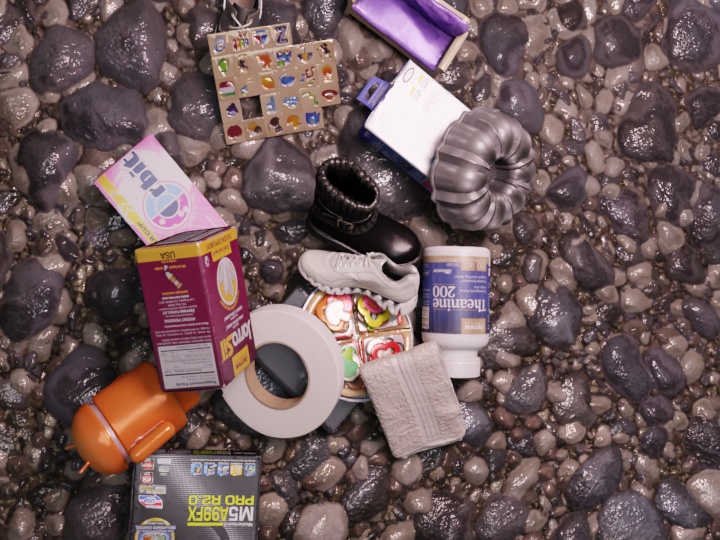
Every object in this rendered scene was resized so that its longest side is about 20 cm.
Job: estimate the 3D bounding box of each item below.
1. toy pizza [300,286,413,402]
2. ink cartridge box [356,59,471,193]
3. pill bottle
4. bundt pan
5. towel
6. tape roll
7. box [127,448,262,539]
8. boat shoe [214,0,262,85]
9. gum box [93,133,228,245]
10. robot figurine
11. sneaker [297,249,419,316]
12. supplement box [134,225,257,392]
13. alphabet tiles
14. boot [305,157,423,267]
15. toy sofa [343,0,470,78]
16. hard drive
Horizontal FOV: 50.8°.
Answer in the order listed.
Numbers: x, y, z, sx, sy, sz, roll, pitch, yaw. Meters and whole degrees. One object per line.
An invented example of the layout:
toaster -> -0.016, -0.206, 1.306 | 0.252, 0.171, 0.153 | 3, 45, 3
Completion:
toy pizza -> -0.003, 0.103, 1.196 | 0.195, 0.032, 0.206 | 4, 77, -19
ink cartridge box -> 0.088, -0.241, 1.237 | 0.199, 0.076, 0.138 | 37, 82, -8
pill bottle -> 0.153, 0.065, 1.216 | 0.108, 0.111, 0.206 | 1, 89, -10
bundt pan -> 0.207, -0.153, 1.206 | 0.199, 0.075, 0.207 | -16, 116, -35
towel -> 0.085, 0.206, 1.178 | 0.130, 0.035, 0.203 | -18, 121, 7
tape roll -> -0.122, 0.154, 1.154 | 0.198, 0.037, 0.208 | 3, 104, 12
box -> -0.252, 0.361, 1.165 | 0.195, 0.044, 0.165 | 4, 86, -10
boat shoe -> -0.194, -0.394, 1.200 | 0.070, 0.068, 0.205 | 10, 89, -11
gum box -> -0.304, -0.099, 1.165 | 0.113, 0.066, 0.201 | -41, 95, -10
robot figurine -> -0.336, 0.215, 1.112 | 0.199, 0.117, 0.144 | -36, 77, -24
sneaker -> 0.000, 0.000, 1.176 | 0.195, 0.082, 0.076 | 16, 49, 2
supplement box -> -0.228, 0.051, 1.069 | 0.101, 0.131, 0.205 | -5, 102, 14
alphabet tiles -> -0.132, -0.302, 1.207 | 0.195, 0.008, 0.171 | -12, 109, -11
boot -> 0.017, -0.082, 1.167 | 0.206, 0.158, 0.081 | 18, 61, -8
toy sofa -> 0.075, -0.410, 1.232 | 0.198, 0.098, 0.084 | 35, 82, -8
hard drive -> -0.074, 0.139, 1.213 | 0.200, 0.033, 0.140 | 44, 81, -6
